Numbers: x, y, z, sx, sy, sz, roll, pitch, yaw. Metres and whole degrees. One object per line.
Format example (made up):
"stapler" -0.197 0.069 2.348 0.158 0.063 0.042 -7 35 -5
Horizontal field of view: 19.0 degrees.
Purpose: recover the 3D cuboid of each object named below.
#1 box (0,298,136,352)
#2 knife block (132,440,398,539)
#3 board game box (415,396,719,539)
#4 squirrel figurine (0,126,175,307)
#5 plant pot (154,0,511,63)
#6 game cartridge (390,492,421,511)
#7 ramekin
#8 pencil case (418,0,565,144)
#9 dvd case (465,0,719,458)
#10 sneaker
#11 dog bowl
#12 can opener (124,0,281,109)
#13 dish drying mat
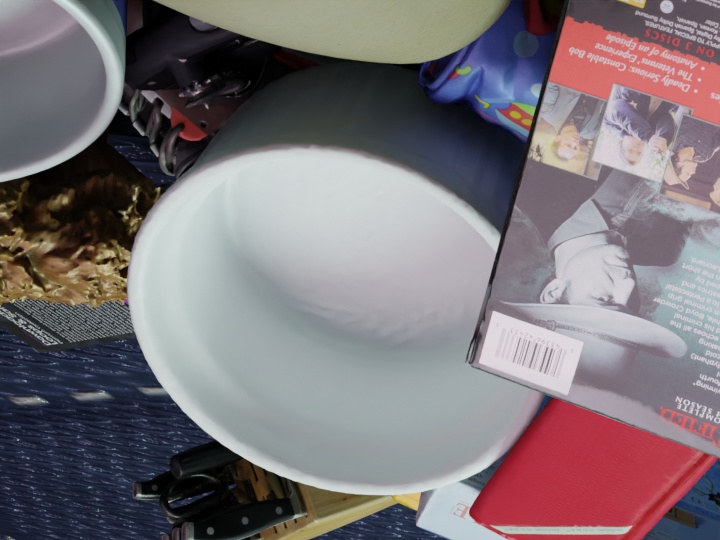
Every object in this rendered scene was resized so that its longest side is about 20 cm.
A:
"box" -0.210 -0.002 1.420 0.143 0.036 0.200 38 150 -30
"knife block" -0.021 0.109 1.199 0.199 0.064 0.176 -23 171 11
"board game box" 0.137 0.090 1.126 0.199 0.200 0.041 23 127 -6
"squirrel figurine" -0.176 -0.035 1.145 0.186 0.142 0.200 33 -165 -41
"plant pot" -0.014 -0.157 0.792 0.187 0.188 0.200 9 167 26
"game cartridge" 0.110 0.094 1.181 0.176 0.200 0.033 24 122 -4
"ramekin" 0.000 0.000 1.012 0.200 0.098 0.201 9 128 12
"pencil case" 0.115 -0.068 0.956 0.200 0.078 0.087 30 130 -17
"dvd case" 0.132 -0.025 0.837 0.145 0.022 0.201 19 118 11
"sneaker" -0.092 -0.091 1.076 0.199 0.082 0.077 19 156 6
"dog bowl" -0.204 -0.120 0.964 0.199 0.079 0.200 0 151 0
"can opener" -0.034 -0.125 0.963 0.199 0.079 0.063 -15 180 41
"dish drying mat" 0.117 0.076 0.951 0.077 0.018 0.200 28 142 -3
